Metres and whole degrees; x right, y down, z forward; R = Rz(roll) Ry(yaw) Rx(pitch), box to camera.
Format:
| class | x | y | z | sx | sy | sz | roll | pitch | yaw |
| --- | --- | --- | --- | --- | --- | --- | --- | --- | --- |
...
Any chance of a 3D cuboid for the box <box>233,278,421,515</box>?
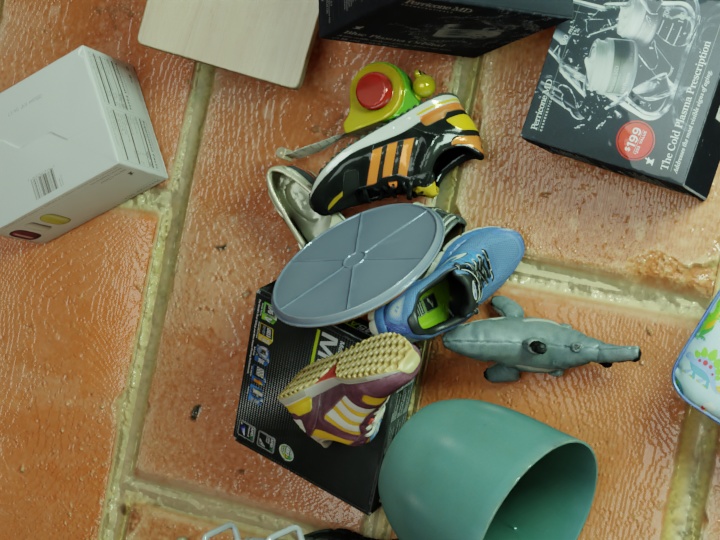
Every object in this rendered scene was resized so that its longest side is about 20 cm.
| class | x | y | z | sx | sy | sz | roll | pitch | yaw |
| --- | --- | --- | --- | --- | --- | --- | --- | --- | --- |
| box | -0.040 | 0.135 | 1.699 | 0.192 | 0.047 | 0.201 | 28 | 121 | 27 |

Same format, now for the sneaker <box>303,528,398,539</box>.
| class | x | y | z | sx | sy | sz | roll | pitch | yaw |
| --- | --- | --- | --- | --- | --- | --- | --- | --- | --- |
| sneaker | 0.024 | 0.326 | 1.684 | 0.199 | 0.075 | 0.080 | 1 | 95 | 34 |

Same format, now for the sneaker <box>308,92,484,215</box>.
| class | x | y | z | sx | sy | sz | roll | pitch | yaw |
| --- | --- | --- | --- | --- | --- | --- | --- | --- | --- |
| sneaker | 0.040 | -0.105 | 1.690 | 0.199 | 0.070 | 0.090 | -33 | 68 | 1 |

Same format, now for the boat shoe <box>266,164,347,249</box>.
| class | x | y | z | sx | sy | sz | roll | pitch | yaw |
| --- | --- | --- | --- | --- | --- | --- | --- | --- | --- |
| boat shoe | -0.036 | -0.037 | 1.745 | 0.071 | 0.062 | 0.201 | -40 | 71 | 14 |

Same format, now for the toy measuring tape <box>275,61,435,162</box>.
| class | x | y | z | sx | sy | sz | roll | pitch | yaw |
| --- | --- | --- | --- | --- | --- | --- | --- | --- | --- |
| toy measuring tape | -0.009 | -0.183 | 1.743 | 0.199 | 0.073 | 0.074 | -19 | 77 | 22 |

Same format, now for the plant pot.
| class | x | y | z | sx | sy | sz | roll | pitch | yaw |
| --- | --- | --- | --- | --- | --- | --- | --- | --- | --- |
| plant pot | 0.115 | 0.223 | 1.581 | 0.160 | 0.200 | 0.202 | 29 | 97 | 35 |

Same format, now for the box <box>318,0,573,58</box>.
| class | x | y | z | sx | sy | sz | roll | pitch | yaw |
| --- | --- | --- | --- | --- | --- | --- | --- | --- | --- |
| box | 0.083 | -0.300 | 1.597 | 0.200 | 0.195 | 0.119 | -11 | 77 | 63 |

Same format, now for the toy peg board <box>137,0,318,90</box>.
| class | x | y | z | sx | sy | sz | roll | pitch | yaw |
| --- | --- | --- | --- | --- | --- | --- | --- | --- | --- |
| toy peg board | -0.127 | -0.326 | 1.813 | 0.198 | 0.098 | 0.202 | 17 | 93 | 10 |

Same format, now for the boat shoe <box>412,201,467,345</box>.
| class | x | y | z | sx | sy | sz | roll | pitch | yaw |
| --- | --- | --- | --- | --- | --- | --- | --- | --- | --- |
| boat shoe | 0.061 | 0.031 | 1.686 | 0.067 | 0.072 | 0.202 | 16 | 92 | 25 |

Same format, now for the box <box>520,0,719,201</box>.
| class | x | y | z | sx | sy | sz | roll | pitch | yaw |
| --- | --- | --- | --- | --- | --- | --- | --- | --- | --- |
| box | 0.286 | -0.196 | 1.585 | 0.181 | 0.104 | 0.202 | 19 | 93 | 27 |

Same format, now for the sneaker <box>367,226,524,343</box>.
| class | x | y | z | sx | sy | sz | roll | pitch | yaw |
| --- | --- | --- | --- | --- | --- | --- | --- | --- | --- |
| sneaker | 0.104 | 0.019 | 1.613 | 0.089 | 0.200 | 0.079 | -2 | 119 | 56 |

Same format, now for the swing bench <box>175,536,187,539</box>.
| class | x | y | z | sx | sy | sz | roll | pitch | yaw |
| --- | --- | --- | --- | --- | --- | --- | --- | --- | --- |
| swing bench | -0.283 | 0.429 | 1.781 | 0.198 | 0.130 | 0.202 | -18 | 83 | 22 |

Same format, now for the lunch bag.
| class | x | y | z | sx | sy | sz | roll | pitch | yaw |
| --- | --- | --- | --- | --- | --- | --- | --- | --- | --- |
| lunch bag | 0.416 | 0.098 | 1.507 | 0.199 | 0.082 | 0.162 | 34 | 100 | 24 |

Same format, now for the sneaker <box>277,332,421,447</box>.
| class | x | y | z | sx | sy | sz | roll | pitch | yaw |
| --- | --- | --- | --- | --- | --- | --- | --- | --- | --- |
| sneaker | 0.006 | 0.127 | 1.591 | 0.199 | 0.075 | 0.090 | -19 | 113 | 49 |

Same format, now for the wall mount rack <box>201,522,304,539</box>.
| class | x | y | z | sx | sy | sz | roll | pitch | yaw |
| --- | --- | --- | --- | --- | --- | --- | --- | --- | --- |
| wall mount rack | -0.100 | 0.362 | 1.702 | 0.199 | 0.074 | 0.175 | -8 | 99 | 47 |

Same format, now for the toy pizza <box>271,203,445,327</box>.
| class | x | y | z | sx | sy | sz | roll | pitch | yaw |
| --- | --- | --- | --- | --- | --- | --- | --- | --- | --- |
| toy pizza | 0.000 | 0.000 | 1.626 | 0.199 | 0.201 | 0.032 | -16 | 120 | 23 |

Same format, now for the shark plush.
| class | x | y | z | sx | sy | sz | roll | pitch | yaw |
| --- | --- | --- | --- | --- | --- | --- | --- | --- | --- |
| shark plush | 0.186 | 0.088 | 1.615 | 0.199 | 0.083 | 0.092 | 18 | 92 | 26 |

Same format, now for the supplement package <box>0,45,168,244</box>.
| class | x | y | z | sx | sy | sz | roll | pitch | yaw |
| --- | --- | --- | --- | --- | --- | --- | --- | --- | --- |
| supplement package | -0.357 | -0.146 | 1.878 | 0.199 | 0.111 | 0.157 | -25 | 74 | 21 |
